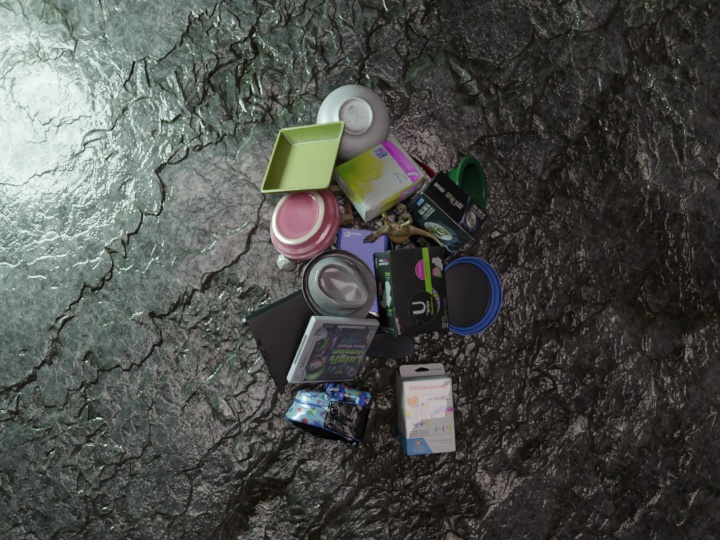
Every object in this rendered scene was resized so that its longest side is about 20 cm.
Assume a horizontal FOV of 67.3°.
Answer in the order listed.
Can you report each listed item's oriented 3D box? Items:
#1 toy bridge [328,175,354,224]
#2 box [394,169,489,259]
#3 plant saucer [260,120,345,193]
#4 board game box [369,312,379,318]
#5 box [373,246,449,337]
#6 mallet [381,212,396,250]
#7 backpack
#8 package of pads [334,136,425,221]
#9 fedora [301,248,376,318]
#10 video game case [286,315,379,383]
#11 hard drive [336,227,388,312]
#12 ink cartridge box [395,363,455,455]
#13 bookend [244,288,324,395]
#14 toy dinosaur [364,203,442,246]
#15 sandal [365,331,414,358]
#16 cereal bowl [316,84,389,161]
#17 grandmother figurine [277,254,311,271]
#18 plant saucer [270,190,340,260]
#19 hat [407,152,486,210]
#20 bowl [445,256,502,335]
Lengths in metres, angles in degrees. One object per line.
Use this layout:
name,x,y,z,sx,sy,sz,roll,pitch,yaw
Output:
toy bridge,-0.060,-0.209,1.406,0.066,0.027,0.203,-11,71,-43
box,0.196,-0.127,1.352,0.163,0.200,0.086,42,67,-2
plant saucer,-0.135,-0.272,1.358,0.195,0.048,0.204,0,62,25
board game box,0.075,0.054,1.419,0.197,0.040,0.155,28,85,-3
box,0.124,0.048,1.329,0.145,0.124,0.205,-6,91,-17
mallet,0.058,-0.128,1.430,0.064,0.041,0.205,-8,92,-7
backpack,-0.078,0.344,1.332,0.195,0.183,0.138,13,78,8
package of pads,0.051,-0.232,1.378,0.198,0.069,0.156,-31,71,-17
fedora,-0.043,0.041,1.302,0.199,0.090,0.178,38,81,-10
video game case,-0.064,0.196,1.321,0.197,0.023,0.185,6,117,-38
hard drive,0.000,0.000,1.381,0.129,0.025,0.205,5,87,-5
ink cartridge box,0.161,0.343,1.371,0.125,0.125,0.205,-3,88,-5
bookend,-0.161,0.168,1.368,0.197,0.092,0.202,-27,99,-14
toy dinosaur,0.106,-0.108,1.340,0.195,0.103,0.059,1,43,9
sandal,0.043,0.187,1.405,0.195,0.043,0.078,-2,112,3
cereal bowl,-0.016,-0.389,1.410,0.195,0.083,0.206,0,88,-5
grandmother figurine,-0.139,-0.077,1.401,0.121,0.061,0.200,42,88,19
plant saucer,-0.147,-0.128,1.355,0.196,0.051,0.205,-9,67,22
hat,0.225,-0.218,1.448,0.173,0.164,0.205,0,94,40
bowl,0.277,0.066,1.419,0.196,0.039,0.206,-1,93,-17
